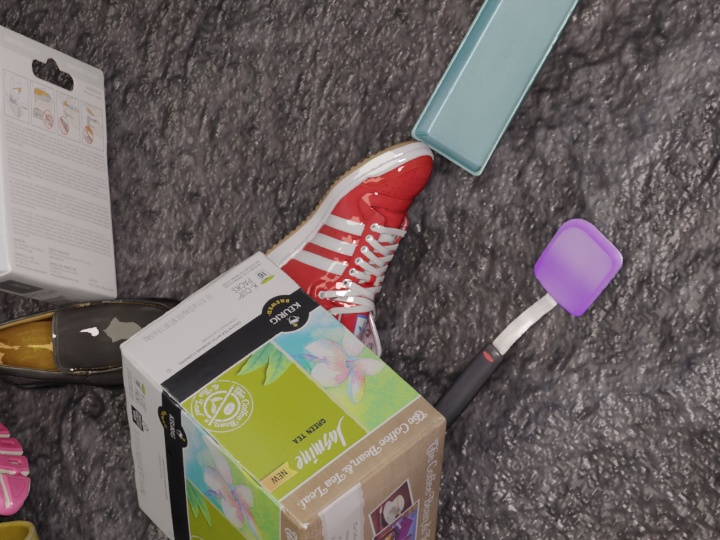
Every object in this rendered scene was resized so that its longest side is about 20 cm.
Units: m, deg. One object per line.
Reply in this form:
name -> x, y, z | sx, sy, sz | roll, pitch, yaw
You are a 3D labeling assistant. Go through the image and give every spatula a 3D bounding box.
spatula -> 0.112, 0.046, 1.376 | 0.200, 0.021, 0.057 | -49, 65, 15

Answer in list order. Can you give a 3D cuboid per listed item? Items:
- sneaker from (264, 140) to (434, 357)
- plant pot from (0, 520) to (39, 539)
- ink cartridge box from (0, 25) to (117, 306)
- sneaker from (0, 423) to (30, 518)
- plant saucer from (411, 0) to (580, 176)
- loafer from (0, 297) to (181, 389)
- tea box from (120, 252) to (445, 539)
sneaker -> 0.000, 0.000, 1.416 | 0.200, 0.071, 0.113 | -43, 61, 25
plant pot -> -0.323, 0.308, 1.501 | 0.200, 0.200, 0.142 | -19, 100, 25
ink cartridge box -> -0.260, -0.078, 1.520 | 0.057, 0.162, 0.201 | -14, 76, 22
sneaker -> -0.353, 0.153, 1.590 | 0.200, 0.074, 0.088 | 43, 103, 32
plant saucer -> 0.114, -0.171, 1.409 | 0.070, 0.019, 0.200 | 34, 99, 28
loafer -> -0.228, 0.061, 1.533 | 0.199, 0.072, 0.073 | -14, 75, 26
tea box -> -0.055, 0.137, 1.328 | 0.133, 0.200, 0.197 | -35, 59, -27
